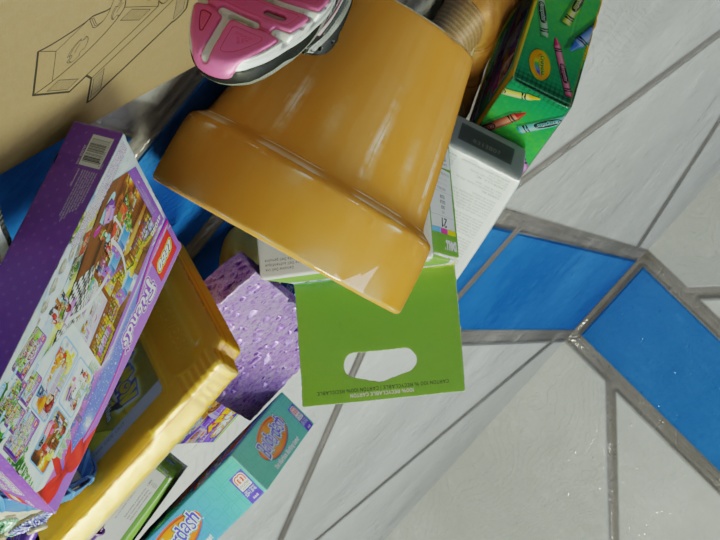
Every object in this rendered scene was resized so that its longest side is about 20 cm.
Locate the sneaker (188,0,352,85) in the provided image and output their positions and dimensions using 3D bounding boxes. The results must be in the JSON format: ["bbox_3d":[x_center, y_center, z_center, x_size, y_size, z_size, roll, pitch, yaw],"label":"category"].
[{"bbox_3d":[-0.047,-0.160,0.982,0.201,0.073,0.088,-61,169,-45],"label":"sneaker"}]

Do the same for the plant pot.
[{"bbox_3d":[-0.017,-0.098,1.123,0.185,0.199,0.200,-61,164,0],"label":"plant pot"}]

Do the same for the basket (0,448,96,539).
[{"bbox_3d":[-0.244,0.101,1.085,0.201,0.139,0.176,-53,163,17],"label":"basket"}]

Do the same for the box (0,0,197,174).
[{"bbox_3d":[-0.151,-0.144,0.931,0.199,0.021,0.164,-35,162,-33],"label":"box"}]

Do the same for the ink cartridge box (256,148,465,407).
[{"bbox_3d":[0.000,0.000,1.250,0.146,0.203,0.076,-7,174,18],"label":"ink cartridge box"}]

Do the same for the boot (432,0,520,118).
[{"bbox_3d":[0.103,-0.207,1.354,0.144,0.071,0.201,-51,172,-9],"label":"boot"}]

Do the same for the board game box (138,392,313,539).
[{"bbox_3d":[-0.136,0.208,1.384,0.200,0.045,0.152,-45,-179,20],"label":"board game box"}]

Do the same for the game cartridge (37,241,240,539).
[{"bbox_3d":[-0.183,0.088,1.193,0.032,0.177,0.200,34,101,-36],"label":"game cartridge"}]

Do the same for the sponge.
[{"bbox_3d":[-0.097,0.059,1.337,0.111,0.030,0.200,-43,154,2],"label":"sponge"}]

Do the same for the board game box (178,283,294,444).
[{"bbox_3d":[-0.116,0.080,1.545,0.200,0.045,0.134,-48,164,9],"label":"board game box"}]

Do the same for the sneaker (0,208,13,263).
[{"bbox_3d":[-0.253,-0.022,0.879,0.093,0.070,0.200,-47,168,-17],"label":"sneaker"}]

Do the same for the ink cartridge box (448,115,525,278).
[{"bbox_3d":[0.026,-0.057,1.354,0.201,0.161,0.057,121,-9,-45],"label":"ink cartridge box"}]

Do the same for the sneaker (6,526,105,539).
[{"bbox_3d":[-0.202,0.166,1.236,0.201,0.080,0.083,-56,-156,1],"label":"sneaker"}]

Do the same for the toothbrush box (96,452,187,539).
[{"bbox_3d":[-0.230,0.208,1.383,0.146,0.086,0.200,-53,-179,-5],"label":"toothbrush box"}]

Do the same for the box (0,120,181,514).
[{"bbox_3d":[-0.181,0.031,0.977,0.137,0.039,0.202,71,37,-59],"label":"box"}]

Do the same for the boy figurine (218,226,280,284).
[{"bbox_3d":[-0.139,0.046,1.365,0.201,0.064,0.124,-52,150,14],"label":"boy figurine"}]

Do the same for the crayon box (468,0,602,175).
[{"bbox_3d":[0.152,-0.187,1.366,0.119,0.058,0.201,123,-11,-54],"label":"crayon box"}]
